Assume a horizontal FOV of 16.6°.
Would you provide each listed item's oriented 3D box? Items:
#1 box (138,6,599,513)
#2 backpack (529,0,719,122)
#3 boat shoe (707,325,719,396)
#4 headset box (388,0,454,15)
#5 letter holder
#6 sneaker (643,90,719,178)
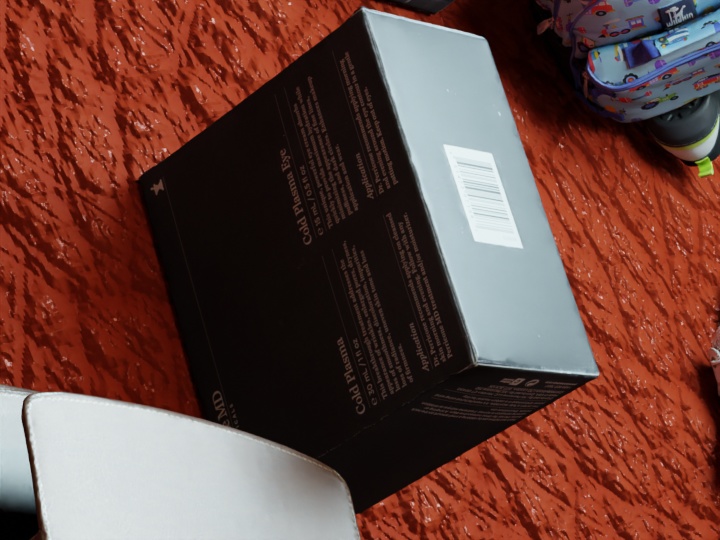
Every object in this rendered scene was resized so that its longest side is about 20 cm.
[{"bbox_3d":[0.000,0.000,1.282,0.104,0.182,0.201,7,59,-48],"label":"box"},{"bbox_3d":[0.199,-0.199,1.630,0.200,0.181,0.135,54,16,-75],"label":"backpack"},{"bbox_3d":[0.262,0.062,1.655,0.069,0.071,0.200,43,29,-17],"label":"boat shoe"},{"bbox_3d":[0.002,-0.273,1.569,0.199,0.093,0.175,9,57,-47],"label":"headset box"},{"bbox_3d":[-0.106,0.103,1.147,0.199,0.100,0.143,19,48,-42],"label":"letter holder"},{"bbox_3d":[0.220,-0.155,1.787,0.083,0.071,0.201,50,29,-54],"label":"sneaker"}]
